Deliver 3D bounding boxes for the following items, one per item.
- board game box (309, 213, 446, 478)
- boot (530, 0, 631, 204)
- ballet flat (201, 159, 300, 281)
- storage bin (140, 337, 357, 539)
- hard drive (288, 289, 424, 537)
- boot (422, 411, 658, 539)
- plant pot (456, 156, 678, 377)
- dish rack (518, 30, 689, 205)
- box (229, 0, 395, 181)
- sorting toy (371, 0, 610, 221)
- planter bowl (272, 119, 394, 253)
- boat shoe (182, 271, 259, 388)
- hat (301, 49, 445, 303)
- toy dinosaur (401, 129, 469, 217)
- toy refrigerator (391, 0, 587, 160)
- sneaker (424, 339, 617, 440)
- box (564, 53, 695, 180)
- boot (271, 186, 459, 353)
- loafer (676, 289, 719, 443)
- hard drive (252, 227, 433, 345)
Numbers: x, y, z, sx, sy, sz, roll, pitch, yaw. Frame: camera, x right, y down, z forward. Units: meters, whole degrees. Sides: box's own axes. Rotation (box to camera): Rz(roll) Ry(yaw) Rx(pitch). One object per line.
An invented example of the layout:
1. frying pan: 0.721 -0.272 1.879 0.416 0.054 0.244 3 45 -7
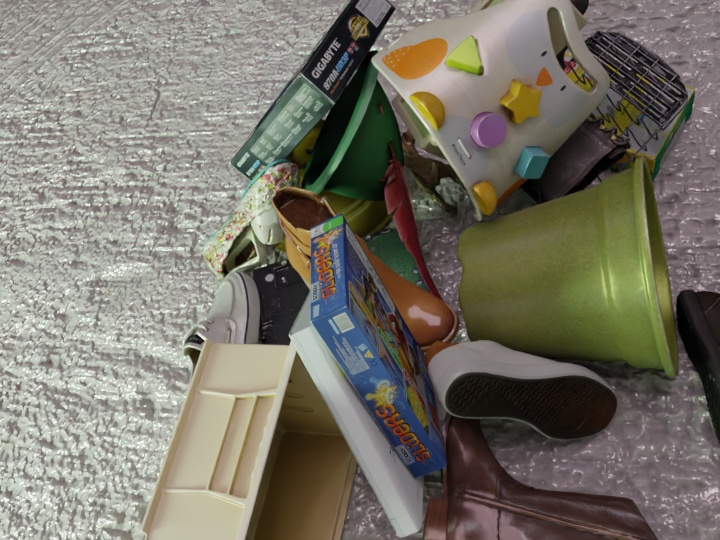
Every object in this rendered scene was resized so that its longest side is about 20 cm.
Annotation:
1. board game box: 0.016 0.067 0.719 0.034 0.201 0.136 -23 32 13
2. boot: 0.218 -0.178 0.857 0.174 0.069 0.201 49 112 29
3. ballet flat: -0.116 -0.047 0.927 0.075 0.200 0.065 -13 70 -39
4. storage bin: -0.086 0.194 0.717 0.092 0.201 0.201 2 57 19
5. hard drive: 0.003 0.115 0.724 0.026 0.202 0.132 -23 14 13
6. boot: 0.167 0.195 0.735 0.197 0.065 0.189 5 57 15
7. plant pot: 0.196 0.009 0.785 0.181 0.201 0.203 -9 53 23
8. dish rack: 0.253 -0.157 0.898 0.200 0.054 0.154 -48 62 10
9. box: -0.055 -0.198 0.887 0.046 0.200 0.160 37 57 -13
10. sorting toy: 0.142 -0.168 0.773 0.179 0.201 0.107 -37 22 2
11. planter bowl: -0.051 -0.122 0.997 0.197 0.084 0.203 -7 55 11
12. boat shoe: -0.158 0.084 0.883 0.071 0.069 0.203 -31 47 44
13. hat: 0.043 -0.109 0.893 0.202 0.174 0.166 -63 16 8
14. toy dinosaur: 0.081 -0.106 0.929 0.059 0.100 0.200 -55 18 15
15. toy refrigerator: 0.127 -0.215 0.841 0.200 0.069 0.076 -45 58 25
16. sneaker: 0.149 0.099 0.754 0.074 0.197 0.085 -65 26 17
17. box: 0.278 -0.190 0.971 0.198 0.049 0.118 26 68 27
18. boot: 0.000 0.000 0.807 0.198 0.156 0.074 20 63 27
19. loafer: 0.349 0.096 0.737 0.070 0.073 0.202 -13 54 9
20. hard drive: -0.018 0.035 0.908 0.197 0.038 0.141 -18 54 5
